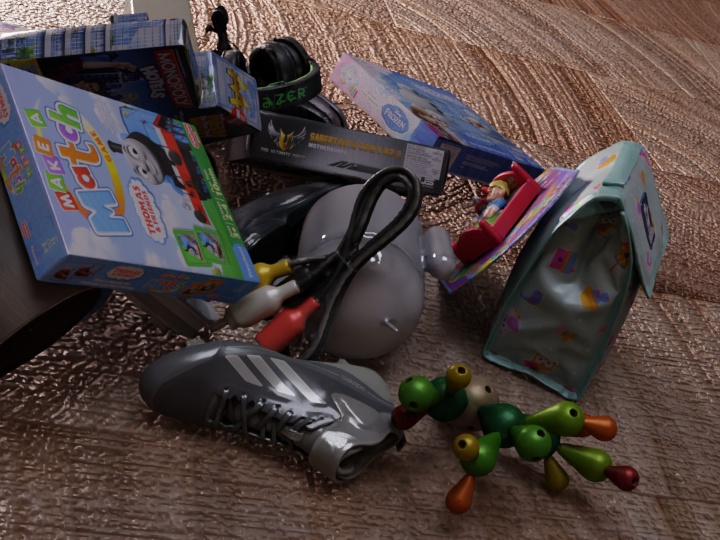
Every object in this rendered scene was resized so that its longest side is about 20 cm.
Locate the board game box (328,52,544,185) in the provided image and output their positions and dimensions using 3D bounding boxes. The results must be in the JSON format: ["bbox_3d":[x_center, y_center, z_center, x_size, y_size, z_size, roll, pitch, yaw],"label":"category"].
[{"bbox_3d":[0.091,-0.174,1.329,0.200,0.043,0.199,10,28,-46],"label":"board game box"}]

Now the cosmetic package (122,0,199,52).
[{"bbox_3d":[-0.223,-0.221,1.211,0.073,0.104,0.200,9,33,-19],"label":"cosmetic package"}]

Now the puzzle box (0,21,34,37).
[{"bbox_3d":[-0.382,-0.218,1.067,0.133,0.025,0.200,15,18,6],"label":"puzzle box"}]

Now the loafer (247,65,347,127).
[{"bbox_3d":[-0.110,-0.181,1.260,0.200,0.072,0.063,27,48,25],"label":"loafer"}]

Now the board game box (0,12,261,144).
[{"bbox_3d":[-0.192,-0.162,0.985,0.200,0.200,0.062,-7,68,-4],"label":"board game box"}]

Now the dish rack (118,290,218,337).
[{"bbox_3d":[-0.200,-0.035,0.918,0.172,0.044,0.200,48,6,-44],"label":"dish rack"}]

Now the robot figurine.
[{"bbox_3d":[0.000,0.000,0.970,0.169,0.113,0.200,-16,29,13],"label":"robot figurine"}]

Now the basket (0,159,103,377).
[{"bbox_3d":[-0.282,-0.031,0.765,0.136,0.180,0.200,-37,87,-16],"label":"basket"}]

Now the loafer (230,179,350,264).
[{"bbox_3d":[-0.079,-0.051,1.052,0.072,0.073,0.200,27,30,22],"label":"loafer"}]

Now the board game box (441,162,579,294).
[{"bbox_3d":[0.123,-0.053,1.049,0.039,0.158,0.200,45,4,-5],"label":"board game box"}]

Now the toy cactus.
[{"bbox_3d":[0.102,0.123,0.865,0.200,0.102,0.165,12,7,-22],"label":"toy cactus"}]

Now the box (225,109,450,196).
[{"bbox_3d":[-0.028,-0.117,1.139,0.200,0.048,0.158,10,2,-15],"label":"box"}]

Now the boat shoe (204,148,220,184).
[{"bbox_3d":[-0.151,-0.063,0.963,0.072,0.059,0.200,53,5,-18],"label":"boat shoe"}]

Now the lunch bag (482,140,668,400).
[{"bbox_3d":[0.211,-0.011,1.025,0.122,0.200,0.170,26,30,11],"label":"lunch bag"}]

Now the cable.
[{"bbox_3d":[-0.027,0.003,0.863,0.097,0.200,0.050,57,14,18],"label":"cable"}]

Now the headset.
[{"bbox_3d":[-0.117,-0.221,1.181,0.123,0.094,0.200,-14,26,-18],"label":"headset"}]

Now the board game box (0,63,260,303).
[{"bbox_3d":[-0.168,-0.055,0.798,0.200,0.037,0.151,9,52,-58],"label":"board game box"}]

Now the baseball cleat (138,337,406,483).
[{"bbox_3d":[-0.058,0.103,0.815,0.200,0.070,0.106,4,33,-24],"label":"baseball cleat"}]

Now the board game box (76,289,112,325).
[{"bbox_3d":[-0.294,-0.008,0.887,0.158,0.039,0.200,-10,52,-37],"label":"board game box"}]
